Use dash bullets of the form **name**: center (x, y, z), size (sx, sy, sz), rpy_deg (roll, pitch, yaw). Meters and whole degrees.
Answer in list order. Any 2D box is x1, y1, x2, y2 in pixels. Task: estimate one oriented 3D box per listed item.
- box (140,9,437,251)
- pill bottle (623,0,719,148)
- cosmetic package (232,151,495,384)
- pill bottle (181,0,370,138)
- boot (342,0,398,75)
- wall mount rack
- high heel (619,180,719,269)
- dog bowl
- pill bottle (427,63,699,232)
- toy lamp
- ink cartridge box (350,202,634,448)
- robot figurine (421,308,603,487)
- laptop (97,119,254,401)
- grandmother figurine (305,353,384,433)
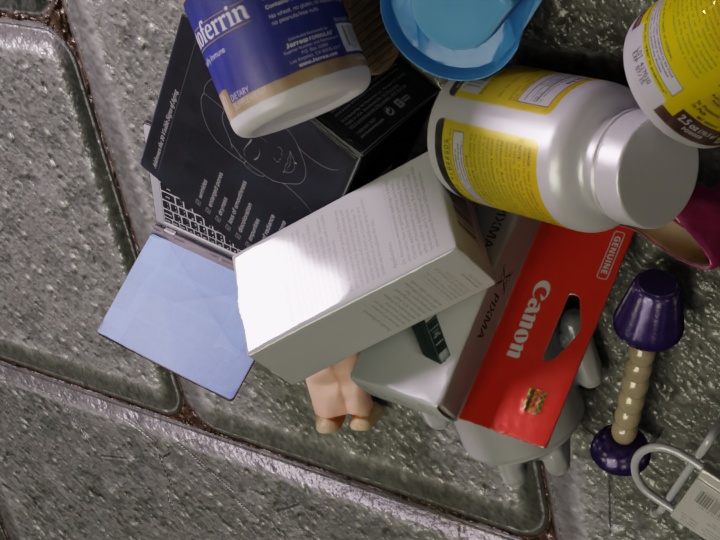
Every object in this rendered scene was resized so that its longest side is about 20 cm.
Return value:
- **box**: center (-0.067, -0.122, 1.427), size (0.196, 0.124, 0.200), rpy_deg (39, 140, 11)
- **pill bottle**: center (0.270, -0.166, 1.070), size (0.109, 0.109, 0.200), rpy_deg (51, 142, -2)
- **cosmetic package**: center (0.000, 0.000, 1.334), size (0.199, 0.102, 0.071), rpy_deg (-26, 143, 20)
- **pill bottle**: center (-0.078, -0.213, 1.256), size (0.115, 0.115, 0.201), rpy_deg (-24, 88, 51)
- **boot**: center (-0.045, -0.264, 1.350), size (0.166, 0.072, 0.201), rpy_deg (21, 134, 46)
- **wall mount rack**: center (0.312, 0.207, 1.365), size (0.199, 0.075, 0.174), rpy_deg (34, 136, 12)
- **high heel**: center (0.206, -0.043, 1.245), size (0.199, 0.096, 0.068), rpy_deg (16, 131, 35)
- **dog bowl**: center (0.096, -0.230, 1.201), size (0.111, 0.050, 0.200), rpy_deg (35, 128, -4)
- **pill bottle**: center (0.149, -0.089, 1.219), size (0.200, 0.111, 0.112), rpy_deg (21, 136, 52)
- **toy lamp**: center (0.228, 0.084, 1.350), size (0.058, 0.058, 0.201), rpy_deg (27, 138, 26)
- **ink cartridge box**: center (0.105, 0.026, 1.329), size (0.173, 0.201, 0.044), rpy_deg (15, 165, 36)
- **robot figurine**: center (0.122, 0.086, 1.420), size (0.168, 0.113, 0.201), rpy_deg (-18, 112, 11)
- **laptop**: center (-0.169, -0.012, 1.625), size (0.186, 0.116, 0.201), rpy_deg (23, 135, 29)
- **grandmother figurine**: center (-0.036, 0.061, 1.601), size (0.120, 0.061, 0.201), rpy_deg (-9, 116, 3)
